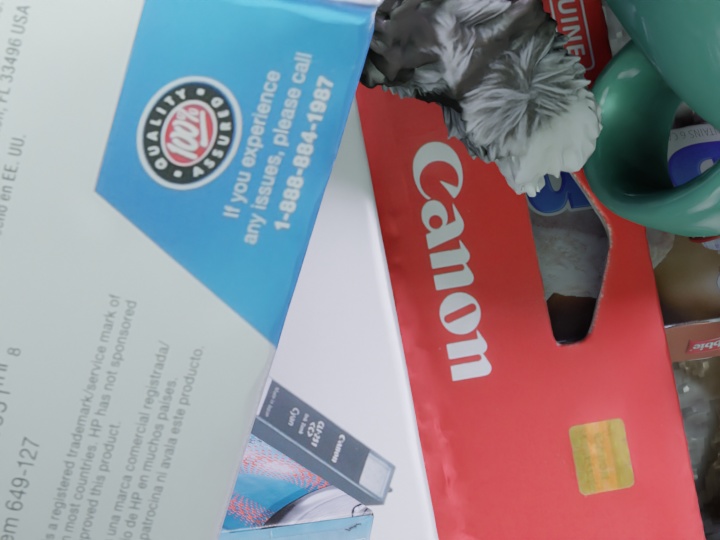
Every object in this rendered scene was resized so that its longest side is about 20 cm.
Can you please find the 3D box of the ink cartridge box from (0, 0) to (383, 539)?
[{"bbox_3d":[-0.117,-0.039,0.594,0.200,0.145,0.147,12,116,-13],"label":"ink cartridge box"}]

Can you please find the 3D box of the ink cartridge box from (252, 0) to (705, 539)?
[{"bbox_3d":[0.000,0.000,0.793,0.176,0.045,0.200,-10,85,-9],"label":"ink cartridge box"}]

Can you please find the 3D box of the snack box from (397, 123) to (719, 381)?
[{"bbox_3d":[0.030,0.001,0.847,0.200,0.072,0.024,-8,146,-10],"label":"snack box"}]

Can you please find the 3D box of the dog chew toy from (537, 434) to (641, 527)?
[{"bbox_3d":[0.039,0.120,0.869,0.124,0.125,0.200,18,97,-23],"label":"dog chew toy"}]

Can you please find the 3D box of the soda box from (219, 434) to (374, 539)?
[{"bbox_3d":[-0.084,0.055,0.717,0.064,0.200,0.068,-4,112,-39],"label":"soda box"}]

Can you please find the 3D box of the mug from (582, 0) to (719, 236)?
[{"bbox_3d":[0.135,-0.089,0.747,0.152,0.114,0.185,-16,131,-10],"label":"mug"}]

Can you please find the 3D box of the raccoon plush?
[{"bbox_3d":[-0.037,-0.096,0.751,0.097,0.134,0.200,-39,131,2],"label":"raccoon plush"}]
